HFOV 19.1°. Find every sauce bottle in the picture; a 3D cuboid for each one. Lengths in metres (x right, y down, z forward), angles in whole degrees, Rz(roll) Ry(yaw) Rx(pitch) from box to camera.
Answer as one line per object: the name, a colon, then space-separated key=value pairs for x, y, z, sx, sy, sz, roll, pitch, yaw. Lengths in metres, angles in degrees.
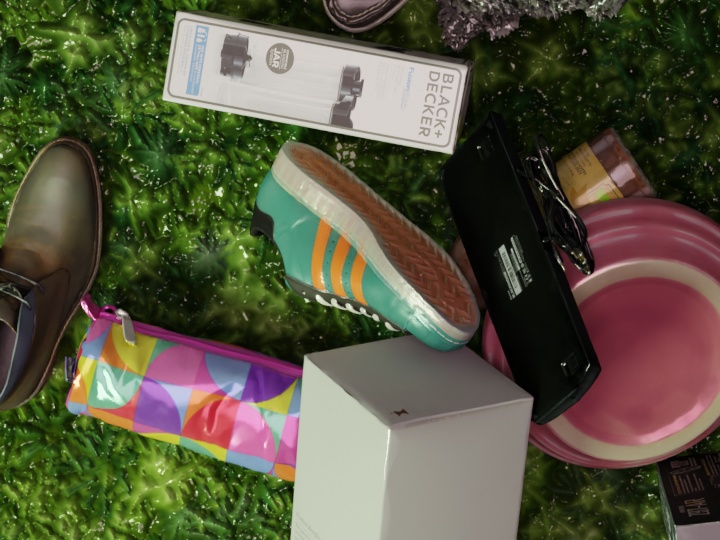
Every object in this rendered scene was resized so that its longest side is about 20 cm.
sauce bottle: x=0.110 y=-0.017 z=1.477 sx=0.199 sy=0.065 sz=0.065 roll=-37 pitch=93 yaw=10

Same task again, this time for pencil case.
pencil case: x=-0.110 y=0.085 z=1.495 sx=0.198 sy=0.088 sz=0.089 roll=17 pitch=98 yaw=-1

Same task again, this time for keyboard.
keyboard: x=0.119 y=-0.008 z=1.407 sx=0.104 sy=0.039 sz=0.201 roll=-45 pitch=57 yaw=46

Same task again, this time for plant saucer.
plant saucer: x=0.184 y=0.052 z=1.454 sx=0.199 sy=0.051 sz=0.202 roll=-3 pitch=114 yaw=-7

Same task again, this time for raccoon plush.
raccoon plush: x=0.116 y=-0.215 z=1.390 sx=0.133 sy=0.200 sz=0.097 roll=-19 pitch=78 yaw=-14

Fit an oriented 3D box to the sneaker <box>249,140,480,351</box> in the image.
sneaker: x=0.000 y=0.000 z=1.463 sx=0.200 sy=0.071 sz=0.080 roll=45 pitch=119 yaw=29

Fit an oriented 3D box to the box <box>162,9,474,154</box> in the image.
box: x=-0.025 y=-0.129 z=1.445 sx=0.198 sy=0.117 sz=0.061 roll=10 pitch=98 yaw=2

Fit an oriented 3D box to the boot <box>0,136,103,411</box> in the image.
boot: x=-0.229 y=0.008 z=1.487 sx=0.074 sy=0.097 sz=0.202 roll=15 pitch=99 yaw=2

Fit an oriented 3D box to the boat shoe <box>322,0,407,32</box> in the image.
boat shoe: x=0.036 y=-0.252 z=1.452 sx=0.071 sy=0.061 sz=0.202 roll=33 pitch=98 yaw=-1

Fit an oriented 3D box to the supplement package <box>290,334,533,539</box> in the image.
supplement package: x=0.030 y=0.160 z=1.436 sx=0.116 sy=0.117 sz=0.202 roll=-8 pitch=116 yaw=-29

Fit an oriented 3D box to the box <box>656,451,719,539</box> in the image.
box: x=0.282 y=0.156 z=1.416 sx=0.159 sy=0.200 sz=0.044 roll=-8 pitch=97 yaw=5
